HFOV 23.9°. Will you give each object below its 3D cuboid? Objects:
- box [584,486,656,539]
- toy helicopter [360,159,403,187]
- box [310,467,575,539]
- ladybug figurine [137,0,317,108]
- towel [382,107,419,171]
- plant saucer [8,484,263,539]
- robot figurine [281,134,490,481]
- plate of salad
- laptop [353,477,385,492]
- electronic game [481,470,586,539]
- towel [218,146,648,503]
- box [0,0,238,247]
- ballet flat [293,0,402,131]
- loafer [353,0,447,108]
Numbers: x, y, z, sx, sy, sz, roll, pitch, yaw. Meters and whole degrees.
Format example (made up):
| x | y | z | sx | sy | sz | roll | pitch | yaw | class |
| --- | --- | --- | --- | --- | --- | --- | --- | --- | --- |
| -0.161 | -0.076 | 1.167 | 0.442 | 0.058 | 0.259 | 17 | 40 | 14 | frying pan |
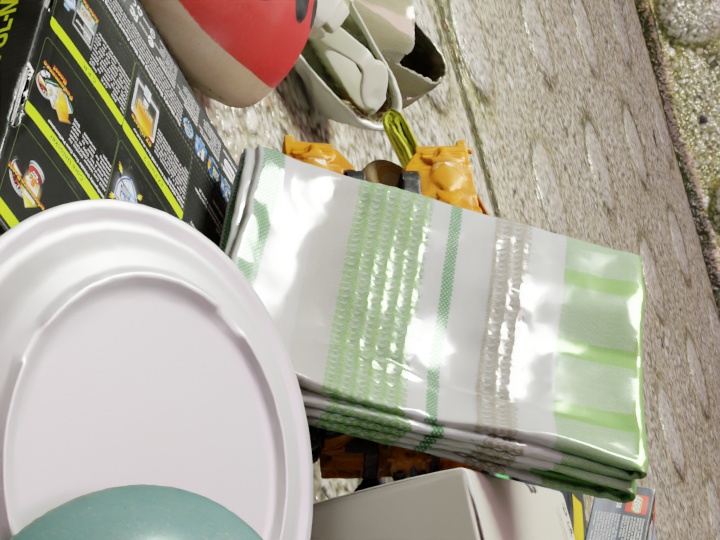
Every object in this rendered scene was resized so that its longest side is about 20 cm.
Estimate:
| x | y | z | sx | sy | sz | roll | pitch | yaw | class |
| --- | --- | --- | --- | --- | --- | --- | --- | --- | --- |
| 0.144 | 0.248 | 1.031 | 0.137 | 0.040 | 0.201 | 79 | 24 | -52 | box |
| 0.000 | 0.000 | 0.920 | 0.132 | 0.079 | 0.201 | 30 | 34 | -15 | toy helicopter |
| 0.045 | 0.138 | 0.789 | 0.200 | 0.082 | 0.069 | 32 | 44 | -70 | box |
| -0.069 | -0.152 | 0.858 | 0.137 | 0.072 | 0.200 | 64 | 11 | -6 | ladybug figurine |
| 0.076 | -0.015 | 1.028 | 0.200 | 0.018 | 0.086 | 47 | 15 | -44 | towel |
| -0.068 | 0.174 | 0.572 | 0.199 | 0.036 | 0.202 | 1 | 89 | -49 | plant saucer |
| 0.014 | 0.021 | 0.813 | 0.058 | 0.144 | 0.201 | 100 | -11 | -50 | robot figurine |
| -0.090 | 0.075 | 0.624 | 0.199 | 0.048 | 0.202 | 16 | 70 | -49 | plate of salad |
| 0.059 | 0.199 | 0.939 | 0.200 | 0.102 | 0.179 | 112 | -32 | -75 | laptop |
| 0.102 | 0.114 | 1.046 | 0.200 | 0.041 | 0.202 | -13 | 90 | -70 | electronic game |
| 0.032 | 0.017 | 0.755 | 0.031 | 0.198 | 0.150 | 109 | -8 | -46 | towel |
| -0.107 | -0.022 | 0.729 | 0.194 | 0.047 | 0.201 | -83 | 153 | -43 | box |
| -0.023 | -0.149 | 1.018 | 0.200 | 0.069 | 0.070 | 53 | 28 | -53 | ballet flat |
| 0.000 | -0.174 | 1.122 | 0.200 | 0.068 | 0.076 | 46 | 34 | -56 | loafer |
